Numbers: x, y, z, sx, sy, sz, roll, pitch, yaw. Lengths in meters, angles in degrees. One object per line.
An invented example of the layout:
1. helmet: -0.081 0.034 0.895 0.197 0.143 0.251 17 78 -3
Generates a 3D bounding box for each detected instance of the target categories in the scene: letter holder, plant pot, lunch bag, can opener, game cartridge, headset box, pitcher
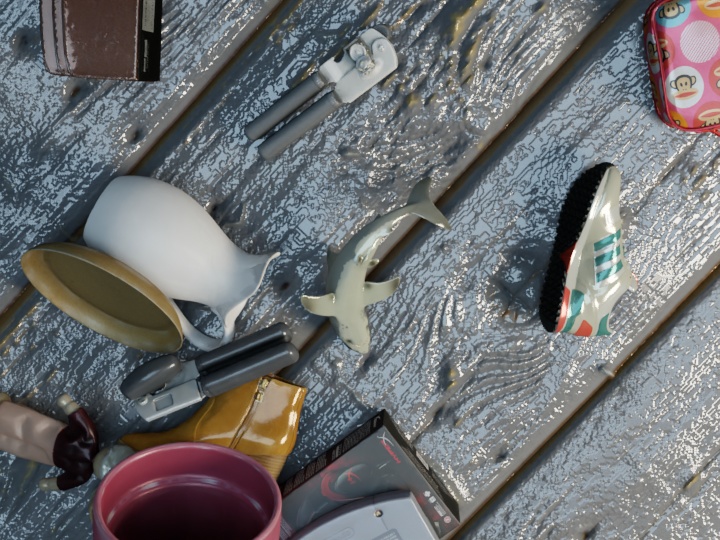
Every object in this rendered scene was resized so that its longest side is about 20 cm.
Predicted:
1. letter holder: -0.296 -0.311 1.465 0.142 0.101 0.201 4 98 5
2. plant pot: -0.188 0.315 1.450 0.199 0.200 0.179 7 121 2
3. lunch bag: 0.414 -0.224 1.444 0.199 0.082 0.177 -10 98 4
4. can opener: -0.171 0.110 1.501 0.200 0.067 0.053 -23 61 6
5. game cartridge: -0.007 0.332 1.494 0.200 0.040 0.134 -28 101 6
6. can opener: -0.040 -0.196 1.490 0.200 0.066 0.053 -36 93 16
7. headset box: -0.007 0.282 1.541 0.200 0.075 0.149 -36 96 7
8. pitcher: -0.211 -0.003 1.501 0.200 0.121 0.172 30 127 0
9. plant pot: -0.281 0.026 1.480 0.200 0.200 0.028 26 65 0

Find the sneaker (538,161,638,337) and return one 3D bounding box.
1. sneaker: 0.269 -0.019 1.497 0.093 0.070 0.200 13 97 -17

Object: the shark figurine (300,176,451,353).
1. shark figurine: -0.002 -0.019 1.503 0.128 0.090 0.215 18 109 -33

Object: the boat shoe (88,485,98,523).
1. boat shoe: -0.249 0.335 1.567 0.074 0.066 0.200 -44 94 8

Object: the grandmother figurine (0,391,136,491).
1. grandmother figurine: -0.339 0.199 1.531 0.200 0.061 0.122 19 118 18

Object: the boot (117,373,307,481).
1. boot: -0.169 0.167 1.547 0.201 0.071 0.144 14 88 6
